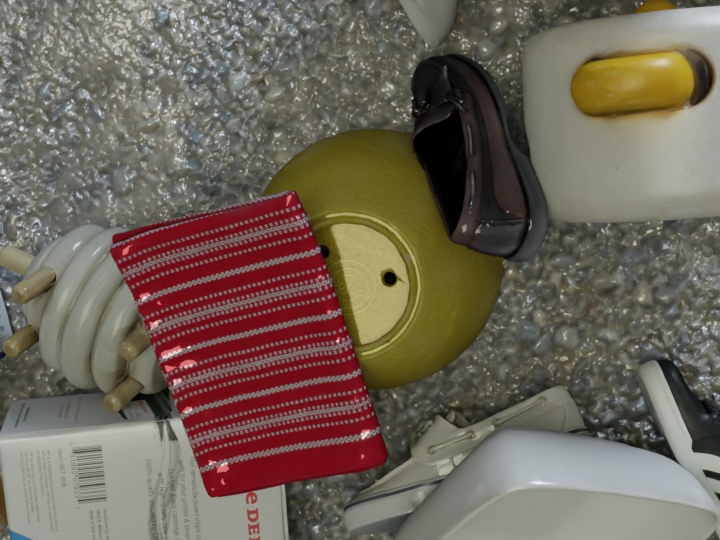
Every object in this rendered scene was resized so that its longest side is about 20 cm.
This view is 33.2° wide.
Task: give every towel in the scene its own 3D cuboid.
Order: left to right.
[{"bbox_3d":[-0.074,0.055,0.805,0.144,0.022,0.200,-12,107,20],"label":"towel"}]

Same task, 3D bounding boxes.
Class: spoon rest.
[{"bbox_3d":[0.033,-0.217,0.806,0.061,0.200,0.100,-25,76,-7],"label":"spoon rest"}]

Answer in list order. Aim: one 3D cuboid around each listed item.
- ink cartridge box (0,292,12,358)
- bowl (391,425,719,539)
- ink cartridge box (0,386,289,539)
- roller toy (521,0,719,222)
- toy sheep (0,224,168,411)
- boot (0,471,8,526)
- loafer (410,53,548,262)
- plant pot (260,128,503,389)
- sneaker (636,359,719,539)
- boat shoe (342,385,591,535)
[{"bbox_3d":[-0.323,0.035,0.887,0.043,0.196,0.200,-15,95,12],"label":"ink cartridge box"},{"bbox_3d":[0.123,0.181,0.854,0.200,0.075,0.200,12,134,-28],"label":"bowl"},{"bbox_3d":[-0.158,0.168,0.906,0.199,0.084,0.145,-4,104,-8],"label":"ink cartridge box"},{"bbox_3d":[0.197,-0.108,0.799,0.200,0.182,0.140,-8,96,-24],"label":"roller toy"},{"bbox_3d":[-0.188,0.029,0.901,0.200,0.138,0.138,30,101,10],"label":"toy sheep"},{"bbox_3d":[-0.304,0.166,0.968,0.200,0.074,0.076,12,105,3],"label":"boot"},{"bbox_3d":[0.065,-0.086,0.823,0.063,0.200,0.072,2,132,-23],"label":"loafer"},{"bbox_3d":[0.000,0.000,0.864,0.200,0.142,0.201,1,97,8],"label":"plant pot"},{"bbox_3d":[0.290,0.132,0.881,0.112,0.073,0.200,-28,101,7],"label":"sneaker"},{"bbox_3d":[0.074,0.142,0.917,0.200,0.071,0.070,-24,66,14],"label":"boat shoe"}]
